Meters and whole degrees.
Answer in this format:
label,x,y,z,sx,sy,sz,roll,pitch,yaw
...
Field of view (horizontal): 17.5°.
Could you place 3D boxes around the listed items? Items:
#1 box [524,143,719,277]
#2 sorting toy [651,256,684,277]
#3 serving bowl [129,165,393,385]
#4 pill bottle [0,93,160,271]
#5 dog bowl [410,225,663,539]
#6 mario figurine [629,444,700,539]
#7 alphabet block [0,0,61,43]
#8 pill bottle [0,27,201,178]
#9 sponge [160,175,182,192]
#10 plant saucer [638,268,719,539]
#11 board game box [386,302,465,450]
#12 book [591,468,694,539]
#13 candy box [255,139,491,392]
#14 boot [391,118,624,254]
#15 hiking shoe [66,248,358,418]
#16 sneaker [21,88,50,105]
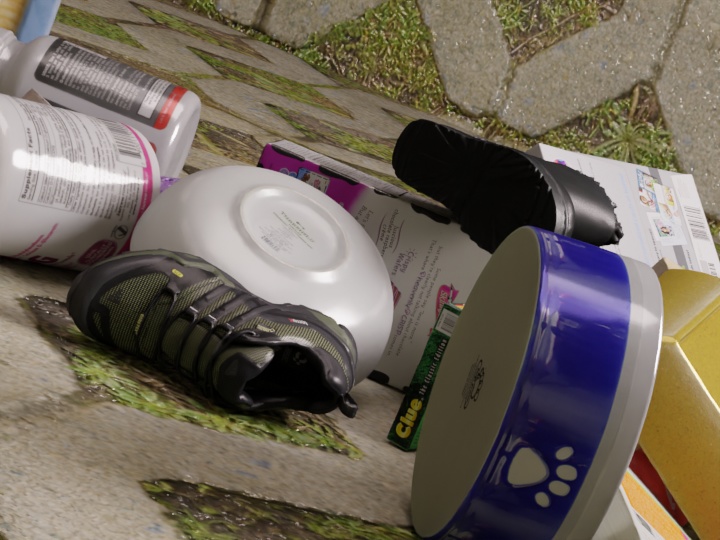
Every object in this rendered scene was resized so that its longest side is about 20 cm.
label,x,y,z,sx,sy,sz,roll,pitch,yaw
box,0.223,-0.017,1.954,0.200,0.041,0.156,8,59,-44
sorting toy,0.288,0.117,1.731,0.200,0.070,0.199,32,28,-37
serving bowl,-0.059,-0.007,1.650,0.199,0.066,0.201,20,38,-16
pill bottle,-0.250,-0.066,1.659,0.200,0.114,0.113,12,14,-46
dog bowl,0.102,0.078,1.386,0.079,0.201,0.200,19,10,-10
mario figurine,0.204,0.135,1.585,0.123,0.106,0.200,24,8,4
alphabet block,-0.383,-0.265,2.220,0.196,0.196,0.200,22,9,-9
pill bottle,-0.249,-0.135,2.028,0.199,0.116,0.116,23,10,2
sponge,-0.155,-0.055,1.888,0.199,0.030,0.112,7,10,9
plant saucer,0.246,0.095,1.540,0.200,0.048,0.200,58,29,1
board game box,0.089,0.073,1.667,0.023,0.105,0.200,30,12,24
book,0.184,0.180,1.383,0.134,0.048,0.200,42,6,-11
candy box,0.000,0.000,1.778,0.199,0.137,0.061,24,11,8
boot,0.131,-0.047,1.730,0.162,0.074,0.198,18,11,-41
hiking shoe,-0.093,0.043,1.519,0.199,0.076,0.101,15,14,-10
sneaker,-0.218,-0.048,1.801,0.200,0.080,0.071,45,-5,22
